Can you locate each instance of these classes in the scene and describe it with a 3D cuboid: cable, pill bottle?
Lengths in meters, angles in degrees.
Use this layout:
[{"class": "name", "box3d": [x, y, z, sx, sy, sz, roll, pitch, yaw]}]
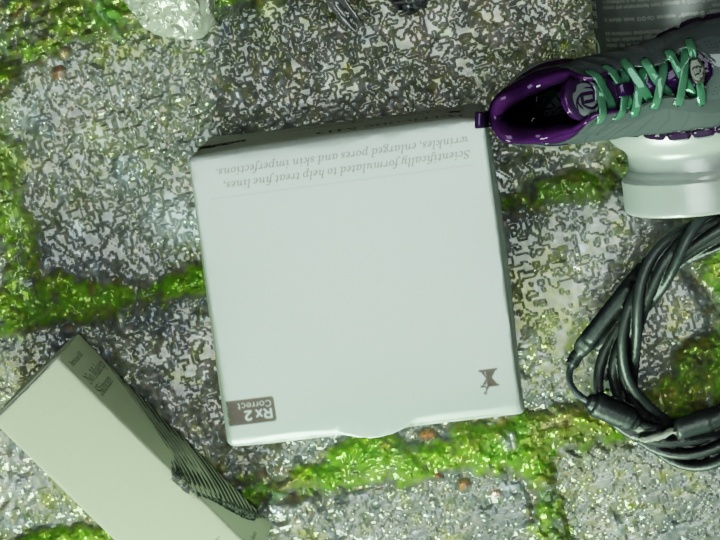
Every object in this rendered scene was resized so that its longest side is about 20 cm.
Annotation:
[{"class": "cable", "box3d": [0.249, 0.047, 1.384, 0.163, 0.051, 0.200, 36, 106, -5]}, {"class": "pill bottle", "box3d": [0.213, -0.140, 1.329, 0.116, 0.116, 0.200, -5, 99, 3]}]

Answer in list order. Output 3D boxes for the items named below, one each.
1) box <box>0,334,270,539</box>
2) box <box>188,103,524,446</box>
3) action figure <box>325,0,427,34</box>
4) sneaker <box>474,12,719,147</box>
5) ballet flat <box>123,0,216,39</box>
[{"class": "box", "box3d": [-0.157, 0.143, 1.413, 0.068, 0.082, 0.200, -43, 97, 9]}, {"class": "box", "box3d": [0.000, 0.000, 1.356, 0.198, 0.131, 0.200, -7, 100, 3]}, {"class": "action figure", "box3d": [0.027, -0.241, 1.347, 0.200, 0.069, 0.130, -29, 105, 11]}, {"class": "sneaker", "box3d": [0.172, -0.107, 1.242, 0.200, 0.088, 0.075, -13, 96, 27]}, {"class": "ballet flat", "box3d": [-0.152, -0.247, 1.353, 0.072, 0.072, 0.200, -17, 100, 5]}]
